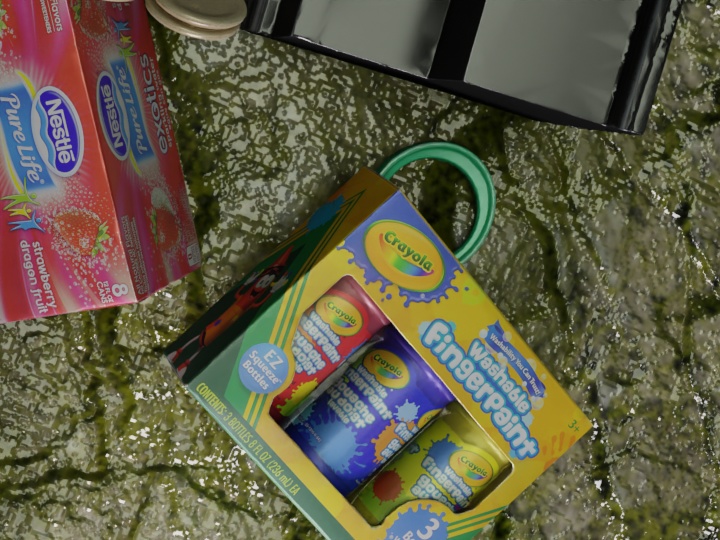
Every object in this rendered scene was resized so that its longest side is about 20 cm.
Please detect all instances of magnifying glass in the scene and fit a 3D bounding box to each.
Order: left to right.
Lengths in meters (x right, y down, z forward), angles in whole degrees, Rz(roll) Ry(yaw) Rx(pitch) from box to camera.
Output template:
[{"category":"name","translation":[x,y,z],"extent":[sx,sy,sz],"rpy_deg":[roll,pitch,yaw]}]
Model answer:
[{"category":"magnifying glass","translation":[0.000,0.000,1.083],"extent":[0.200,0.022,0.080],"rpy_deg":[-41,104,-3]}]

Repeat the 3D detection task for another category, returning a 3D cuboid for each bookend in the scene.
[{"category":"bookend","translation":[0.049,-0.149,0.983],"extent":[0.198,0.199,0.093],"rpy_deg":[16,94,-11]}]

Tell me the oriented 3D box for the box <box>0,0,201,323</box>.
[{"category":"box","translation":[-0.168,-0.081,0.986],"extent":[0.099,0.095,0.202],"rpy_deg":[-8,100,20]}]

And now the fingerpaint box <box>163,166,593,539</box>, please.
[{"category":"fingerpaint box","translation":[0.013,0.071,1.053],"extent":[0.167,0.073,0.200],"rpy_deg":[-41,112,-3]}]

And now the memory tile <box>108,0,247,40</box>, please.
[{"category":"memory tile","translation":[-0.121,-0.189,0.947],"extent":[0.152,0.201,0.017],"rpy_deg":[20,123,-4]}]
